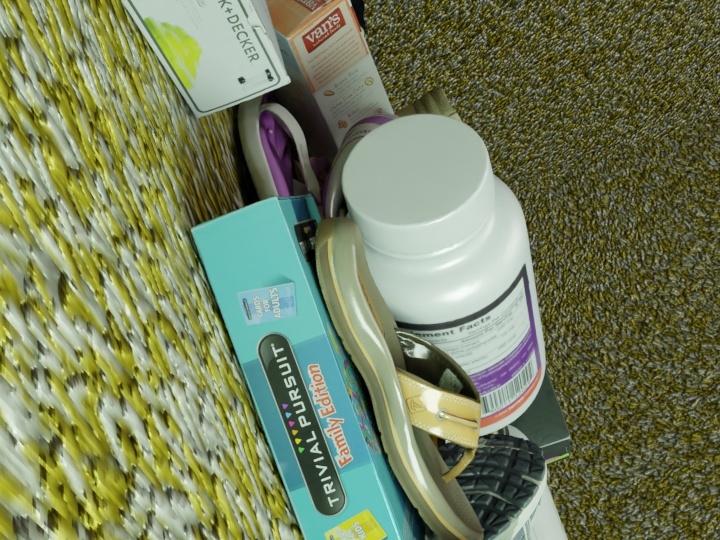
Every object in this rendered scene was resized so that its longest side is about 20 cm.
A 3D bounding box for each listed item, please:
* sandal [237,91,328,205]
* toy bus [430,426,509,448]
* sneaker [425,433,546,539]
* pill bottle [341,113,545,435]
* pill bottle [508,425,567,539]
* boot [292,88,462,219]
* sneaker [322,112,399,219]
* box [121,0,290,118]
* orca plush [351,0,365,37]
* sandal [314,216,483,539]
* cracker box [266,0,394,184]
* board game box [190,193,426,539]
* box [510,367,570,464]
[{"bbox_3d":[-0.049,-0.077,0.830,0.203,0.050,0.083,-106,173,-51],"label":"sandal"},{"bbox_3d":[0.081,0.195,0.884,0.065,0.078,0.201,3,69,-59],"label":"toy bus"},{"bbox_3d":[0.062,0.183,0.733,0.200,0.077,0.087,-58,147,-45],"label":"sneaker"},{"bbox_3d":[0.049,0.005,0.730,0.201,0.111,0.112,72,2,-50],"label":"pill bottle"},{"bbox_3d":[0.119,0.236,1.038,0.115,0.114,0.201,-101,170,-57],"label":"pill bottle"},{"bbox_3d":[0.031,-0.061,1.015,0.073,0.155,0.201,64,8,-46],"label":"boot"},{"bbox_3d":[-0.001,0.000,0.829,0.114,0.072,0.202,-61,151,-71],"label":"sneaker"},{"bbox_3d":[-0.104,-0.202,0.693,0.117,0.060,0.201,61,10,-58],"label":"box"},{"bbox_3d":[-0.035,-0.248,0.907,0.201,0.071,0.105,57,-12,-26],"label":"orca plush"},{"bbox_3d":[0.032,0.060,0.629,0.080,0.054,0.201,-93,162,-73],"label":"sandal"},{"bbox_3d":[-0.037,-0.143,0.911,0.134,0.058,0.200,43,-13,39],"label":"cracker box"},{"bbox_3d":[-0.021,0.062,0.642,0.151,0.047,0.201,-43,113,-85],"label":"board game box"},{"bbox_3d":[0.105,0.104,1.188,0.124,0.148,0.201,59,12,-70],"label":"box"}]
